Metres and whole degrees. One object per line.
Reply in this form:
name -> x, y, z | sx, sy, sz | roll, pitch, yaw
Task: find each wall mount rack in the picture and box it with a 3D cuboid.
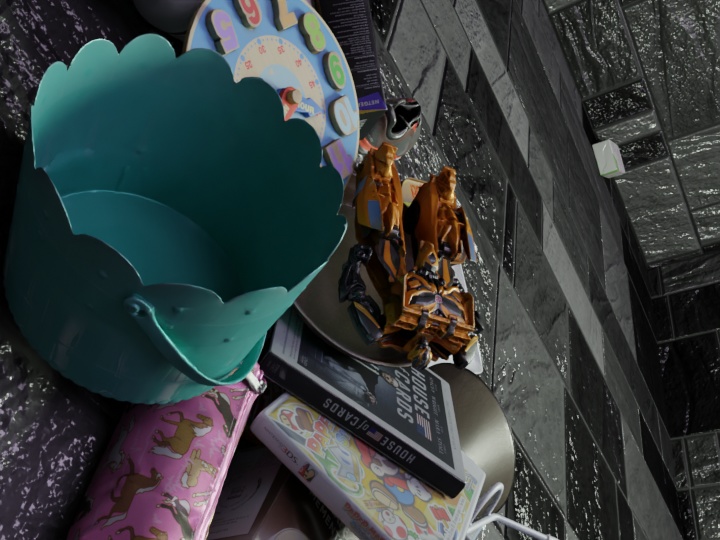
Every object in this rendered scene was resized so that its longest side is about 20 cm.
wall mount rack -> 0.118, 0.312, 0.774 | 0.074, 0.203, 0.172 | 37, 12, 29

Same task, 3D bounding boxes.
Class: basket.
basket -> 0.065, 0.208, 0.801 | 0.199, 0.133, 0.185 | -13, 87, -59

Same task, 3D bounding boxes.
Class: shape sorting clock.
shape sorting clock -> -0.066, -0.144, 0.651 | 0.197, 0.039, 0.207 | 4, 84, -50

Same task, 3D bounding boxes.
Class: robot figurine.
robot figurine -> 0.047, -0.011, 0.670 | 0.142, 0.058, 0.204 | 15, 50, -25

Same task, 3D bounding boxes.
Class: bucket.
bucket -> -0.120, -0.027, 0.487 | 0.203, 0.135, 0.211 | 22, 43, -21

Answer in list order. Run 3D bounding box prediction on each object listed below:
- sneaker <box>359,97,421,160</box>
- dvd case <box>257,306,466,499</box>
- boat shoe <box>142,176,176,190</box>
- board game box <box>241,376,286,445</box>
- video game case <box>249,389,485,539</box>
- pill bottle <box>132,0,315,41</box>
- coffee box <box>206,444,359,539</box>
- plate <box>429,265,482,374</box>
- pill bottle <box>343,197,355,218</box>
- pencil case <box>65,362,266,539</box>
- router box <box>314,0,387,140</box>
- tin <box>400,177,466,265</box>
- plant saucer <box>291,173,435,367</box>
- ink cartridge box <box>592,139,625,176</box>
sneaker -> 0.056, -0.197, 1.050 | 0.199, 0.080, 0.079 | -29, 101, -63
dvd case -> 0.004, 0.093, 0.668 | 0.198, 0.025, 0.151 | 35, 20, -14
boat shoe -> -0.121, -0.097, 0.675 | 0.198, 0.070, 0.072 | -3, 81, -56
board game box -> -0.084, 0.056, 0.706 | 0.095, 0.029, 0.205 | 41, 39, -47
video game case -> 0.018, 0.151, 0.635 | 0.181, 0.023, 0.200 | 43, 20, 7
pill bottle -> -0.134, -0.255, 0.683 | 0.199, 0.110, 0.116 | 13, 64, -61
coffee box -> -0.078, 0.232, 0.558 | 0.116, 0.078, 0.201 | 63, 28, -18
plate -> 0.104, 0.047, 1.064 | 0.198, 0.032, 0.206 | 7, 70, -60
pill bottle -> 0.009, 0.027, 0.804 | 0.112, 0.110, 0.206 | -6, 81, -62
pencil case -> -0.126, 0.130, 0.511 | 0.083, 0.086, 0.203 | 41, 39, -22
router box -> -0.022, -0.229, 0.826 | 0.200, 0.051, 0.162 | -176, -105, -83
tin -> 0.086, -0.060, 1.019 | 0.198, 0.041, 0.115 | 2, 76, -61
plant saucer -> 0.000, 0.000, 0.691 | 0.196, 0.032, 0.204 | 21, 47, -24
ink cartridge box -> 0.923, -0.410, 2.855 | 0.199, 0.066, 0.120 | -3, 77, -62
